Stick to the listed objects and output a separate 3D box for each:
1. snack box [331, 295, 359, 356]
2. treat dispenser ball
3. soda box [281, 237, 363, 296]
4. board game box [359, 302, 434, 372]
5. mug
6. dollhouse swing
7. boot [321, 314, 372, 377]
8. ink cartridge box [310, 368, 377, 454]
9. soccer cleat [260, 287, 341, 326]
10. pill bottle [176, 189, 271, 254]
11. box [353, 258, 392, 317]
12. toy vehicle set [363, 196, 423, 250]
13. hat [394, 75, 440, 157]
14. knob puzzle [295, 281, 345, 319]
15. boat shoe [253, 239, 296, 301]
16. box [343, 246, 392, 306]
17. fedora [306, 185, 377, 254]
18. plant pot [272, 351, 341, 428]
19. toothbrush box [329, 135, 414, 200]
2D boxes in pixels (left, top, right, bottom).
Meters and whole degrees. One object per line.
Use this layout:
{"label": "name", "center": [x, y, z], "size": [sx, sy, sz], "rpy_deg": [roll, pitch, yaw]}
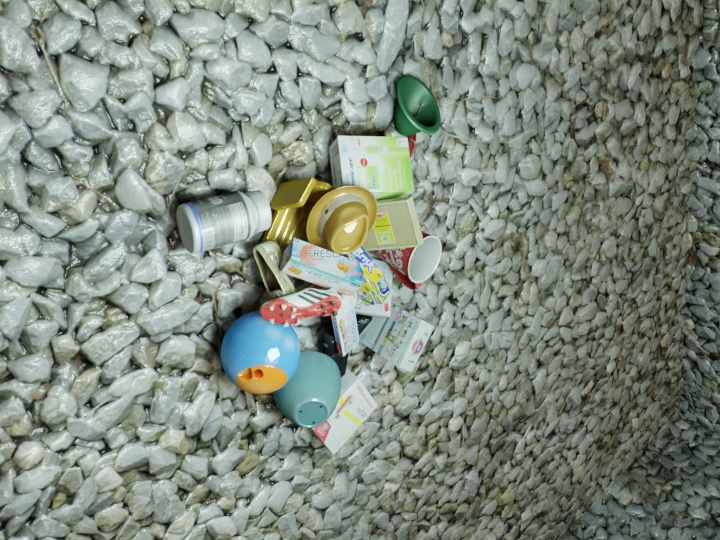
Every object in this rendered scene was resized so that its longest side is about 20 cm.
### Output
{"label": "snack box", "center": [-0.043, 0.135, 1.642], "size": [0.072, 0.024, 0.203], "rpy_deg": [-41, 139, -35]}
{"label": "treat dispenser ball", "center": [-0.247, 0.203, 1.530], "size": [0.197, 0.199, 0.206], "rpy_deg": [-14, 115, -33]}
{"label": "soda box", "center": [-0.091, -0.007, 1.501], "size": [0.196, 0.068, 0.065], "rpy_deg": [20, 54, -21]}
{"label": "board game box", "center": [0.101, 0.184, 1.796], "size": [0.064, 0.199, 0.150], "rpy_deg": [29, 89, -40]}
{"label": "mug", "center": [0.103, -0.048, 1.707], "size": [0.132, 0.198, 0.181], "rpy_deg": [-2, 115, -46]}
{"label": "dollhouse swing", "center": [-0.121, -0.102, 1.549], "size": [0.198, 0.179, 0.180], "rpy_deg": [28, 70, -41]}
{"label": "boot", "center": [-0.049, 0.216, 1.777], "size": [0.199, 0.075, 0.172], "rpy_deg": [-29, 136, -46]}
{"label": "ink cartridge box", "center": [-0.062, 0.416, 1.830], "size": [0.200, 0.083, 0.146], "rpy_deg": [-45, 128, -17]}
{"label": "soccer cleat", "center": [-0.142, 0.080, 1.473], "size": [0.195, 0.086, 0.070], "rpy_deg": [-8, 122, -9]}
{"label": "pill bottle", "center": [-0.312, -0.118, 1.419], "size": [0.197, 0.113, 0.117], "rpy_deg": [-19, 117, -32]}
{"label": "box", "center": [0.007, 0.043, 1.743], "size": [0.197, 0.041, 0.160], "rpy_deg": [11, 78, -39]}
{"label": "toy vehicle set", "center": [0.061, -0.119, 1.606], "size": [0.026, 0.196, 0.127], "rpy_deg": [-39, 119, -49]}
{"label": "hat", "center": [0.111, -0.405, 1.710], "size": [0.163, 0.175, 0.205], "rpy_deg": [11, 62, -37]}
{"label": "knob puzzle", "center": [-0.117, 0.060, 1.582], "size": [0.218, 0.218, 0.031], "rpy_deg": [-35, 118, -23]}
{"label": "boat shoe", "center": [-0.212, 0.030, 1.505], "size": [0.062, 0.072, 0.204], "rpy_deg": [-24, 97, -50]}
{"label": "box", "center": [0.000, 0.000, 1.668], "size": [0.201, 0.069, 0.065], "rpy_deg": [54, 50, -23]}
{"label": "fedora", "center": [-0.034, -0.106, 1.500], "size": [0.196, 0.082, 0.204], "rpy_deg": [-16, 133, -17]}
{"label": "plant pot", "center": [-0.139, 0.342, 1.662], "size": [0.195, 0.136, 0.204], "rpy_deg": [-6, 121, -10]}
{"label": "toothbrush box", "center": [0.028, -0.261, 1.587], "size": [0.195, 0.086, 0.150], "rpy_deg": [-3, 81, -20]}
